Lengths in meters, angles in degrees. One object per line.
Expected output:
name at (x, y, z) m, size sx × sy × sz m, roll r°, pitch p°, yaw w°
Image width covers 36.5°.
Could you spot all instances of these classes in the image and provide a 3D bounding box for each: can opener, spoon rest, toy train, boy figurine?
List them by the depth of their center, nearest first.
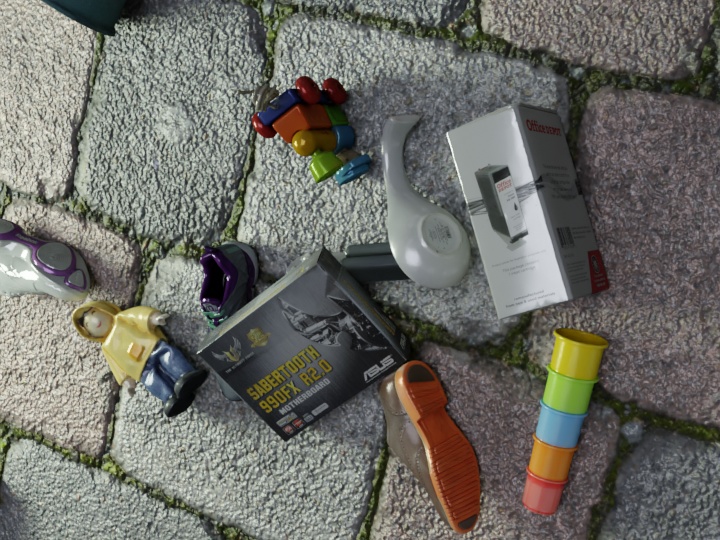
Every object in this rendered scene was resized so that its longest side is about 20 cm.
toy train at (-0.063, -0.148, 1.216) m, size 0.085 × 0.200 × 0.116 m, roll -35°, pitch 83°, yaw 24°
spoon rest at (0.065, -0.073, 1.228) m, size 0.061 × 0.099 × 0.201 m, roll -39°, pitch 62°, yaw 58°
can opener at (0.000, 0.000, 1.285) m, size 0.199 × 0.053 × 0.067 m, roll -8°, pitch 124°, yaw 28°
boy figurine at (-0.290, 0.097, 1.421) m, size 0.200 × 0.064 × 0.125 m, roll 39°, pitch 112°, yaw 15°

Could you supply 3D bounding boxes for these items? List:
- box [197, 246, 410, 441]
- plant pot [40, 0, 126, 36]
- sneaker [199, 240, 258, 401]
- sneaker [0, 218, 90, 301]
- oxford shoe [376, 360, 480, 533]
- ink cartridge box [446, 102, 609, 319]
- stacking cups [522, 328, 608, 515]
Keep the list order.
box at (-0.066, 0.090, 1.280) m, size 0.200 × 0.048 × 0.158 m, roll -35°, pitch 107°, yaw 23°
plant pot at (-0.340, -0.426, 1.345) m, size 0.200 × 0.200 × 0.196 m, roll 39°, pitch 101°, yaw 19°
sneaker at (-0.173, 0.065, 1.345) m, size 0.074 × 0.087 × 0.201 m, roll -1°, pitch 93°, yaw 26°
sneaker at (-0.448, 0.002, 1.498) m, size 0.199 × 0.075 × 0.100 m, roll 26°, pitch 123°, yaw 22°
oxford shoe at (0.078, 0.206, 1.254) m, size 0.073 × 0.071 × 0.201 m, roll -30°, pitch 76°, yaw 45°
ink cartridge box at (0.176, -0.061, 1.132) m, size 0.083 × 0.147 × 0.201 m, roll -18°, pitch 85°, yaw 28°
stacking cups at (0.219, 0.166, 1.178) m, size 0.060 × 0.060 × 0.201 m, roll 14°, pitch 102°, yaw 25°
